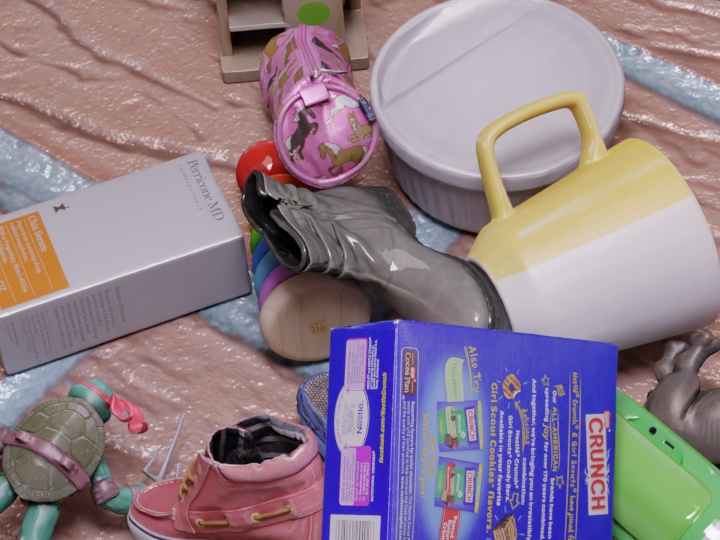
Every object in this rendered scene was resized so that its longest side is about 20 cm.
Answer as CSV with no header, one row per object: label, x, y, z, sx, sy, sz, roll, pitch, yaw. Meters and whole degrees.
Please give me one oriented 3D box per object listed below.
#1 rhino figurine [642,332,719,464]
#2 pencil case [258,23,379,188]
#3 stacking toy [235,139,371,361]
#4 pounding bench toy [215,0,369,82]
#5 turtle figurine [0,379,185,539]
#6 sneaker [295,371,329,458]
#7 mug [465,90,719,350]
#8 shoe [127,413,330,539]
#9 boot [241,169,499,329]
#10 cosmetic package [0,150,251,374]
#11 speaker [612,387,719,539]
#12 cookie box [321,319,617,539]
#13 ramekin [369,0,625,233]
rhino figurine,0.294,0.114,1.691,0.200,0.060,0.088,20,68,17
pencil case,-0.035,-0.132,1.850,0.083,0.087,0.200,33,12,-15
stacking toy,-0.054,-0.025,1.829,0.085,0.085,0.200,-13,44,-6
pounding bench toy,-0.066,-0.287,1.985,0.124,0.156,0.200,-6,50,0
turtle figurine,-0.222,0.144,1.686,0.150,0.101,0.200,26,62,23
sneaker,0.042,0.118,1.695,0.200,0.078,0.075,24,56,22
mug,0.153,-0.014,1.745,0.153,0.149,0.187,-23,63,-14
shoe,-0.091,0.143,1.596,0.200,0.091,0.071,1,34,41
boot,0.000,0.000,1.704,0.131,0.068,0.200,4,31,-40
cosmetic package,-0.195,-0.007,1.820,0.200,0.071,0.101,-19,52,-12
speaker,0.193,0.147,1.656,0.088,0.089,0.200,-35,57,-22
cookie box,0.074,0.126,1.562,0.200,0.075,0.171,8,81,-39
ramekin,0.108,-0.118,1.874,0.202,0.094,0.203,-2,51,3
